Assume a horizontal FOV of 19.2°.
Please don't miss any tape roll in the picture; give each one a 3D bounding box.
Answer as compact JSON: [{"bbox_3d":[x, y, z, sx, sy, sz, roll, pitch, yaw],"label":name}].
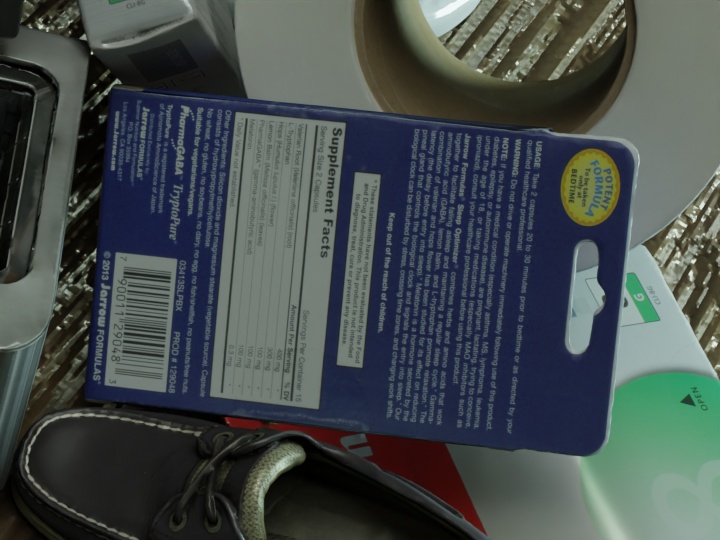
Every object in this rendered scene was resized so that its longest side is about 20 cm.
[{"bbox_3d":[0.061,-0.110,0.857,0.202,0.203,0.139,27,20,0],"label":"tape roll"}]

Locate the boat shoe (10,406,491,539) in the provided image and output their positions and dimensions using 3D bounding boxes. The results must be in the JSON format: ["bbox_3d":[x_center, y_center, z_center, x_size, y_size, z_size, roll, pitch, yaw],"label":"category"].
[{"bbox_3d":[-0.034,0.087,0.764,0.200,0.065,0.072,20,62,12],"label":"boat shoe"}]

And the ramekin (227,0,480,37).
[{"bbox_3d":[-0.017,-0.207,1.008,0.202,0.094,0.203,11,50,-13],"label":"ramekin"}]

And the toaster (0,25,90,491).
[{"bbox_3d":[-0.201,-0.013,0.763,0.180,0.119,0.200,12,50,-12],"label":"toaster"}]

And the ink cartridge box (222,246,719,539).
[{"bbox_3d":[0.058,0.074,0.838,0.200,0.050,0.161,-7,56,-29],"label":"ink cartridge box"}]

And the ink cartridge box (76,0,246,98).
[{"bbox_3d":[-0.098,-0.169,0.862,0.050,0.161,0.201,-17,82,3],"label":"ink cartridge box"}]

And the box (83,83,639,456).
[{"bbox_3d":[0.000,0.000,0.799,0.199,0.122,0.032,7,4,10],"label":"box"}]

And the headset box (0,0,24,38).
[{"bbox_3d":[-0.166,-0.184,0.767,0.075,0.149,0.200,-1,32,-27],"label":"headset box"}]
